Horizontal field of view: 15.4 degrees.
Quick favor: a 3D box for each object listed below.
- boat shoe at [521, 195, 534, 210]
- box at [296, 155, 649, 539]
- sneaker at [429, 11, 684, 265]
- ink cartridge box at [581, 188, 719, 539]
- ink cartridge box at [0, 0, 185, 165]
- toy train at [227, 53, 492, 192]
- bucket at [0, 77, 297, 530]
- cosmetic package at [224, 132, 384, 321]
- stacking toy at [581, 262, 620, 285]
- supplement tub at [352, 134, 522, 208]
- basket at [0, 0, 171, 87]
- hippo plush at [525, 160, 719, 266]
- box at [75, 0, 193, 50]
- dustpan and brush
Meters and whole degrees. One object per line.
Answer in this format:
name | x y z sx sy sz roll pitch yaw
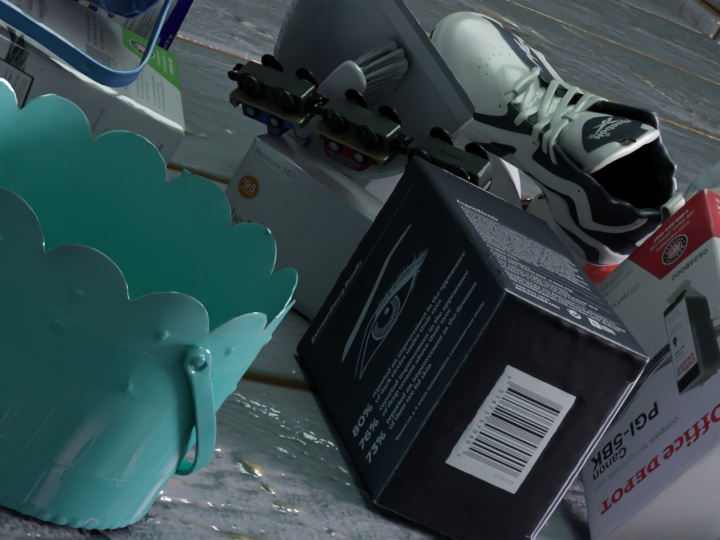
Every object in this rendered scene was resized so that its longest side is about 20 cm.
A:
boat shoe | 0.104 -0.014 1.989 0.072 0.060 0.200 34 15 5
box | 0.060 0.048 1.539 0.104 0.148 0.200 25 17 -24
sneaker | 0.133 -0.095 1.697 0.200 0.079 0.130 55 -24 -4
ink cartridge box | 0.206 0.074 1.634 0.083 0.147 0.201 28 35 -26
ink cartridge box | -0.215 -0.124 1.656 0.199 0.085 0.146 27 18 -16
toy train | -0.002 -0.086 1.667 0.199 0.046 0.034 25 51 28
bucket | -0.142 0.017 1.260 0.206 0.135 0.207 29 16 -9
cosmetic package | 0.000 0.000 1.699 0.200 0.083 0.051 34 15 12
stacking toy | 0.208 0.065 1.808 0.200 0.085 0.085 42 9 -26
supplement tub | 0.029 -0.068 1.847 0.144 0.145 0.200 25 16 -23
basket | -0.181 -0.223 1.628 0.176 0.139 0.201 31 56 -11
hippo plush | 0.204 -0.028 1.934 0.160 0.201 0.159 28 31 17
box | -0.239 -0.216 1.863 0.184 0.105 0.200 36 16 17
dustpan and brush | -0.024 -0.101 1.729 0.057 0.200 0.140 -30 83 -35
